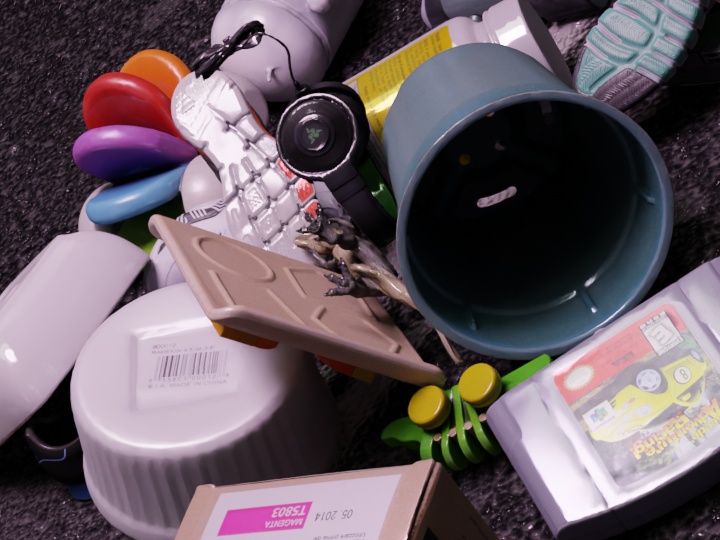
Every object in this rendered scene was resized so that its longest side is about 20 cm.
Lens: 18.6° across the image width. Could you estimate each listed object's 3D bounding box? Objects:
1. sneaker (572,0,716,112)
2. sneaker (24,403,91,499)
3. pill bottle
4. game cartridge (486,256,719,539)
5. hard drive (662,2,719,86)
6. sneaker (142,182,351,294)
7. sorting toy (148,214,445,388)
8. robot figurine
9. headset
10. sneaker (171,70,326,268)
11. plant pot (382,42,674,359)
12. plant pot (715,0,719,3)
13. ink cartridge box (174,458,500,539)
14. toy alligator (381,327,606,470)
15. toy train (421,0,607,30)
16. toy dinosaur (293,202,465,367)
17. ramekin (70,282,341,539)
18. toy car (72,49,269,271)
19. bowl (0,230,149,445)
[{"bbox_3d":[0.242,-0.196,1.673,0.074,0.087,0.200,40,102,23],"label":"sneaker"},{"bbox_3d":[-0.175,0.112,1.751,0.199,0.078,0.070,-30,34,15],"label":"sneaker"},{"bbox_3d":[0.065,-0.134,1.775,0.199,0.114,0.115,-29,35,16],"label":"pill bottle"},{"bbox_3d":[0.192,0.089,1.433,0.200,0.041,0.133,-34,52,3],"label":"game cartridge"},{"bbox_3d":[0.319,-0.230,1.710,0.139,0.038,0.200,-3,47,42],"label":"hard drive"},{"bbox_3d":[-0.092,-0.014,1.820,0.199,0.075,0.115,-31,32,7],"label":"sneaker"},{"bbox_3d":[-0.051,0.028,1.583,0.037,0.184,0.200,-66,27,11],"label":"sorting toy"},{"bbox_3d":[-0.066,-0.237,2.023,0.169,0.113,0.200,-34,25,54],"label":"robot figurine"},{"bbox_3d":[-0.040,-0.099,1.673,0.094,0.200,0.124,-32,10,9],"label":"headset"},{"bbox_3d":[-0.077,-0.072,1.754,0.077,0.082,0.201,-30,70,6],"label":"sneaker"},{"bbox_3d":[0.105,-0.068,1.605,0.200,0.200,0.196,-35,26,6],"label":"plant pot"},{"bbox_3d":[0.332,-0.228,1.539,0.200,0.201,0.183,-44,36,-7],"label":"plant pot"},{"bbox_3d":[0.000,0.206,1.393,0.199,0.165,0.075,-10,43,37],"label":"ink cartridge box"},{"bbox_3d":[0.102,0.097,1.517,0.199,0.059,0.054,-25,50,22],"label":"toy alligator"},{"bbox_3d":[0.137,-0.263,1.893,0.199,0.085,0.114,-10,53,37],"label":"toy train"},{"bbox_3d":[0.000,0.000,1.602,0.048,0.088,0.200,-55,45,7],"label":"toy dinosaur"},{"bbox_3d":[-0.120,0.100,1.636,0.199,0.098,0.201,-8,44,7],"label":"ramekin"},{"bbox_3d":[-0.185,-0.101,1.925,0.174,0.150,0.201,-12,59,33],"label":"toy car"},{"bbox_3d":[-0.281,0.056,1.852,0.200,0.075,0.200,-38,15,54],"label":"bowl"}]
